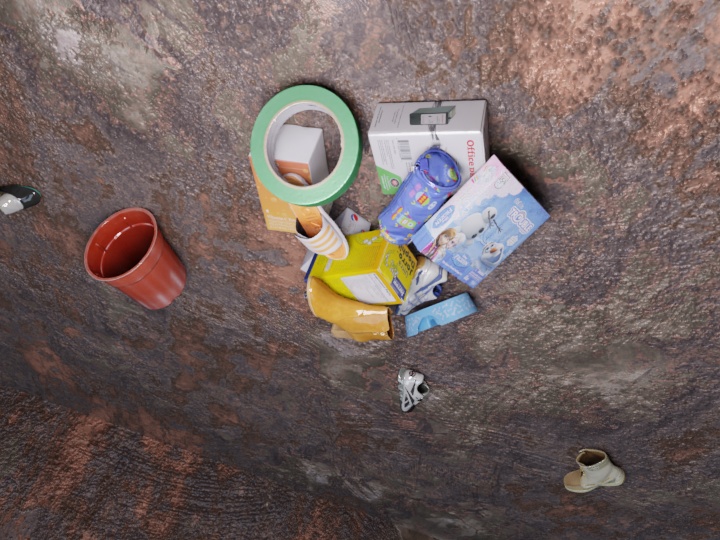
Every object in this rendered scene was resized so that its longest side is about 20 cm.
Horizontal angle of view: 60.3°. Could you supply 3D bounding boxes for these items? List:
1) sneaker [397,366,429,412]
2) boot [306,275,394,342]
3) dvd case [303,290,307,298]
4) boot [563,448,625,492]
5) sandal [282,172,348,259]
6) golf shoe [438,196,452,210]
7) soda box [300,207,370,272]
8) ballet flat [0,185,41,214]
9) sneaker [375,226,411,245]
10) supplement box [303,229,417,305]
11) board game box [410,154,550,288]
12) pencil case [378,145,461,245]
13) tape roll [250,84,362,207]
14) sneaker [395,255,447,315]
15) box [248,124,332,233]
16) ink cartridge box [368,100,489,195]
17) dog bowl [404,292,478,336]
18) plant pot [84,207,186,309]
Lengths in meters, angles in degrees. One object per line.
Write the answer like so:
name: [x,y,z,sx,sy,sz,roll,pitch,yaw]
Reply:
sneaker: [0.160,0.364,1.820,0.086,0.075,0.203,8,143,16]
boot: [-0.013,0.075,1.233,0.140,0.072,0.203,-3,142,23]
dvd case: [-0.014,0.036,1.418,0.194,0.148,0.016,2,109,25]
boot: [0.700,0.621,1.927,0.197,0.073,0.154,-23,128,35]
sandal: [-0.099,-0.086,1.179,0.077,0.060,0.209,-11,127,34]
golf shoe: [0.203,-0.085,1.174,0.194,0.100,0.078,6,-172,-13]
soda box: [-0.058,-0.053,1.386,0.067,0.065,0.199,30,143,-17]
ballet flat: [-0.909,-0.178,1.577,0.194,0.070,0.069,7,143,14]
sneaker: [0.076,-0.042,1.348,0.114,0.076,0.198,29,146,-29]
supplement box: [0.000,0.000,1.272,0.196,0.112,0.109,-8,137,37]
board game box: [0.217,-0.078,1.100,0.199,0.044,0.198,-46,139,16]
pencil case: [0.096,-0.124,1.072,0.085,0.080,0.201,18,147,-14]
tape roll: [-0.094,-0.216,1.087,0.194,0.207,0.048,9,-178,11]
sneaker: [0.139,0.053,1.429,0.086,0.077,0.202,19,144,-3]
box: [-0.133,-0.176,1.228,0.120,0.099,0.203,8,142,12]
ink cartridge box: [0.126,-0.211,1.085,0.194,0.086,0.148,4,143,18]
dog bowl: [0.184,0.103,1.454,0.198,0.110,0.051,-25,83,43]
plant pot: [-0.544,-0.015,1.546,0.195,0.206,0.197,2,150,19]
